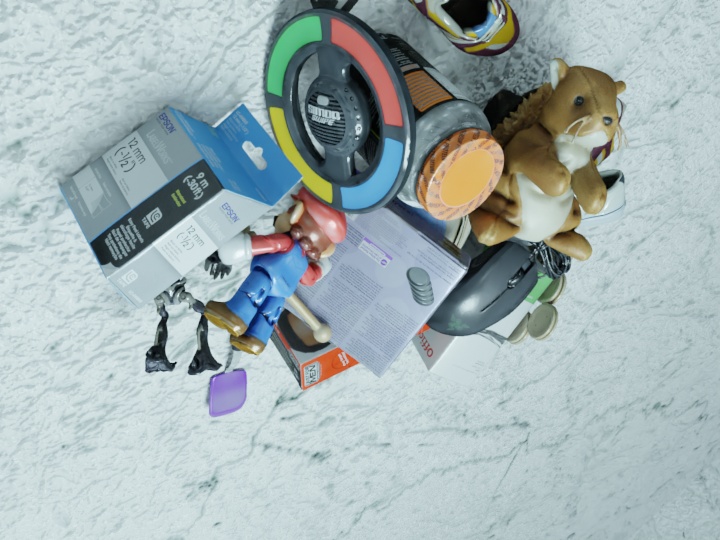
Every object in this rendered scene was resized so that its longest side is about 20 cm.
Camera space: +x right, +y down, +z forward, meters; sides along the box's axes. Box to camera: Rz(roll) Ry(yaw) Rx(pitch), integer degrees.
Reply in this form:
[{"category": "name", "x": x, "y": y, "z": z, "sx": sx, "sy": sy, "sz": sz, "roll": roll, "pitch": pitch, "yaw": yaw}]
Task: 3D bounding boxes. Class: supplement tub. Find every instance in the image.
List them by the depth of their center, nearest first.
[{"category": "supplement tub", "x": 0.054, "y": -0.150, "z": 0.936, "sx": 0.121, "sy": 0.201, "sz": 0.124, "roll": -22, "pitch": 140, "yaw": -20}]

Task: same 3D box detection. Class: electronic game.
[{"category": "electronic game", "x": -0.024, "y": -0.152, "z": 0.872, "sx": 0.041, "sy": 0.199, "sz": 0.202, "roll": -27, "pitch": 144, "yaw": -39}]

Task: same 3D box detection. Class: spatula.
[{"category": "spatula", "x": -0.162, "y": 0.109, "z": 1.159, "sx": 0.056, "sy": 0.021, "sz": 0.202, "roll": -10, "pitch": 133, "yaw": -31}]

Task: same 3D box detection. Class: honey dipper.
[{"category": "honey dipper", "x": -0.099, "y": 0.011, "z": 1.025, "sx": 0.038, "sy": 0.038, "sz": 0.201, "roll": -38, "pitch": 113, "yaw": 0}]

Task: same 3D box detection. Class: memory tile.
[{"category": "memory tile", "x": 0.215, "y": 0.034, "z": 1.248, "sx": 0.017, "sy": 0.199, "sz": 0.156, "roll": 25, "pitch": 68, "yaw": -25}]

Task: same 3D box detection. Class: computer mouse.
[{"category": "computer mouse", "x": 0.163, "y": 0.016, "z": 1.112, "sx": 0.199, "sy": 0.053, "sz": 0.139, "roll": -38, "pitch": 122, "yaw": 10}]

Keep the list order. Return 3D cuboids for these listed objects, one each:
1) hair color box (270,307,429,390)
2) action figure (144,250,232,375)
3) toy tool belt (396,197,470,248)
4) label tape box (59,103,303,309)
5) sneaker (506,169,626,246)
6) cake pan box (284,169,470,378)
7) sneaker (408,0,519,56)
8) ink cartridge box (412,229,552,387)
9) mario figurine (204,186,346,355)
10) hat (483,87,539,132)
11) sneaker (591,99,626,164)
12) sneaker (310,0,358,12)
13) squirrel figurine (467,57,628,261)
[{"category": "hair color box", "x": -0.013, "y": 0.064, "z": 1.173, "sx": 0.198, "sy": 0.102, "sz": 0.062, "roll": -25, "pitch": 145, "yaw": -20}, {"category": "action figure", "x": -0.199, "y": 0.007, "z": 0.962, "sx": 0.117, "sy": 0.102, "sz": 0.204, "roll": -2, "pitch": 93, "yaw": -3}, {"category": "toy tool belt", "x": 0.072, "y": -0.090, "z": 1.077, "sx": 0.122, "sy": 0.125, "sz": 0.202, "roll": -32, "pitch": 142, "yaw": -23}, {"category": "label tape box", "x": -0.173, "y": -0.082, "z": 0.857, "sx": 0.199, "sy": 0.144, "sz": 0.066, "roll": -38, "pitch": 143, "yaw": -1}, {"category": "sneaker", "x": 0.250, "y": -0.090, "z": 1.164, "sx": 0.197, "sy": 0.073, "sz": 0.072, "roll": -16, "pitch": 130, "yaw": -9}, {"category": "cake pan box", "x": 0.000, "y": 0.000, "z": 1.058, "sx": 0.185, "sy": 0.199, "sz": 0.052, "roll": -54, "pitch": -178, "yaw": 23}, {"category": "sneaker", "x": 0.122, "y": -0.270, "z": 0.964, "sx": 0.198, "sy": 0.090, "sz": 0.075, "roll": 14, "pitch": 118, "yaw": -46}, {"category": "ink cartridge box", "x": 0.151, "y": 0.036, "z": 1.239, "sx": 0.083, "sy": 0.147, "sz": 0.201, "roll": 22, "pitch": 112, "yaw": -32}, {"category": "mario figurine", "x": -0.093, "y": -0.013, "z": 0.971, "sx": 0.201, "sy": 0.105, "sz": 0.124, "roll": -55, "pitch": 173, "yaw": -20}, {"category": "hat", "x": 0.196, "y": -0.175, "z": 1.133, "sx": 0.198, "sy": 0.081, "sz": 0.202, "roll": -23, "pitch": 148, "yaw": -15}, {"category": "sneaker", "x": 0.300, "y": -0.149, "z": 1.238, "sx": 0.089, "sy": 0.075, "sz": 0.202, "roll": -10, "pitch": 139, "yaw": -42}, {"category": "sneaker", "x": 0.022, "y": -0.321, "z": 0.844, "sx": 0.079, "sy": 0.074, "sz": 0.201, "roll": 9, "pitch": 122, "yaw": -47}, {"category": "squirrel figurine", "x": 0.199, "y": -0.139, "z": 0.958, "sx": 0.139, "sy": 0.201, "sz": 0.189, "roll": 11, "pitch": 120, "yaw": -16}]
